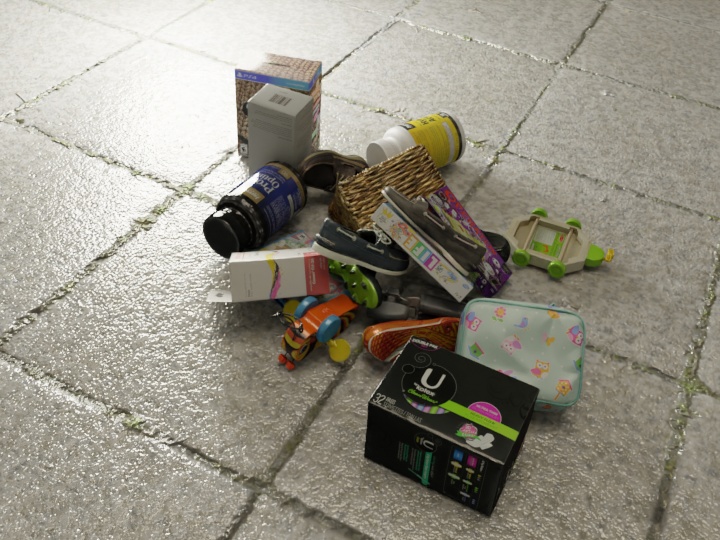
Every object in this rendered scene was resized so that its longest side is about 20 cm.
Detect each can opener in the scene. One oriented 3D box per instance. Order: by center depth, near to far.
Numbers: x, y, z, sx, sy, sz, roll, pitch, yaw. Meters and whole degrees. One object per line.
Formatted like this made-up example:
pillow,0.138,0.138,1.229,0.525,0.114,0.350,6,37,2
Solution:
can opener,0.109,0.078,1.327,0.197,0.054,0.067,14,54,10

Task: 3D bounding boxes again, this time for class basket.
basket,0.057,-0.120,1.510,0.198,0.149,0.144,-27,82,-16

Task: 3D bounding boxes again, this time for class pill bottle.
pill bottle,-0.193,-0.109,1.464,0.111,0.113,0.200,23,44,21
pill bottle,0.113,-0.253,1.662,0.198,0.112,0.111,-24,48,-29

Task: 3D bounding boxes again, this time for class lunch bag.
lunch bag,0.243,0.124,1.218,0.197,0.077,0.163,9,72,3

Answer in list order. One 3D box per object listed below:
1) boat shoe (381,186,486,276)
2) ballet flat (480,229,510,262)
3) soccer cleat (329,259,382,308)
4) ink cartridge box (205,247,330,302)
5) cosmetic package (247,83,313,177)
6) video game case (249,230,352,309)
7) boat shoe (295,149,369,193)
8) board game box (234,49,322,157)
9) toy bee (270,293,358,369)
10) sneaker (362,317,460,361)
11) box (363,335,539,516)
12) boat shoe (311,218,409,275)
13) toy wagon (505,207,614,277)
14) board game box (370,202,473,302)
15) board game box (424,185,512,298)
boat shoe,0.122,-0.078,1.315,0.200,0.057,0.067,44,7,0
ballet flat,0.188,-0.058,1.503,0.198,0.057,0.067,23,58,29
soccer cleat,0.000,0.000,1.347,0.080,0.068,0.200,-11,29,-23
ink cartridge box,-0.152,0.005,1.306,0.197,0.069,0.116,-5,8,-6
cosmetic package,-0.156,-0.243,1.554,0.106,0.202,0.085,20,44,14
video game case,-0.102,0.010,1.407,0.142,0.018,0.200,-24,49,-30
boat shoe,-0.042,-0.188,1.568,0.199,0.075,0.073,-10,45,-45
board game box,-0.169,-0.333,1.657,0.157,0.202,0.097,11,40,8
toy bee,-0.088,0.096,1.259,0.198,0.109,0.131,8,31,-42
sneaker,0.099,0.102,1.283,0.197,0.074,0.077,3,13,-17
box,0.125,0.213,1.114,0.198,0.125,0.149,21,44,19
boat shoe,0.010,-0.041,1.285,0.198,0.063,0.075,14,15,-37
toy wagon,0.372,-0.044,1.501,0.198,0.040,0.156,19,43,15
board game box,0.108,-0.033,1.349,0.200,0.034,0.134,44,8,4
board game box,0.184,-0.052,1.393,0.201,0.032,0.120,53,25,1
